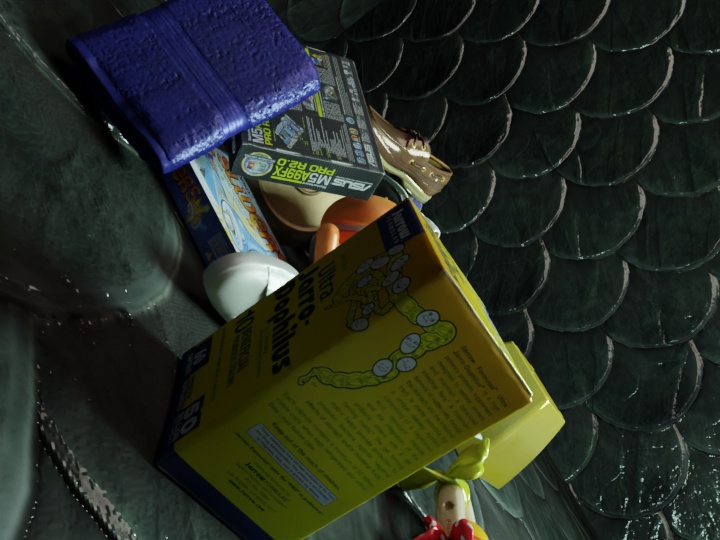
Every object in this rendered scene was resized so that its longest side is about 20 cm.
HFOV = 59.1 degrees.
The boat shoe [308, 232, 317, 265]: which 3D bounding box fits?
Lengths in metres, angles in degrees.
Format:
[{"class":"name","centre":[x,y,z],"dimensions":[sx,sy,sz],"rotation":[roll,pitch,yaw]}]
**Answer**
[{"class":"boat shoe","centre":[-0.013,0.035,0.838],"dimensions":[0.201,0.073,0.068],"rotation":[60,-8,-14]}]

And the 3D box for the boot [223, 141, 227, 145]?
[{"class":"boot","centre":[-0.185,-0.187,0.730],"dimensions":[0.200,0.077,0.156],"rotation":[45,-5,40]}]

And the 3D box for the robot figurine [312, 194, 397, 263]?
[{"class":"robot figurine","centre":[0.000,0.000,0.739],"dimensions":[0.142,0.202,0.116],"rotation":[12,-8,-19]}]

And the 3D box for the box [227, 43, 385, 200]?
[{"class":"box","centre":[-0.069,-0.177,0.702],"dimensions":[0.159,0.044,0.202],"rotation":[7,50,-26]}]

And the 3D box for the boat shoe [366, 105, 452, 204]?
[{"class":"boat shoe","centre":[0.062,-0.171,0.888],"dimensions":[0.200,0.067,0.073],"rotation":[36,29,-46]}]

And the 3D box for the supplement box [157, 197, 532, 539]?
[{"class":"supplement box","centre":[-0.013,0.067,0.409],"dimensions":[0.110,0.199,0.109],"rotation":[51,11,-26]}]

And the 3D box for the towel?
[{"class":"towel","centre":[-0.151,-0.187,0.603],"dimensions":[0.148,0.199,0.050],"rotation":[52,-29,2]}]

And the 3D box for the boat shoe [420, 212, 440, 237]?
[{"class":"boat shoe","centre":[0.048,0.018,0.874],"dimensions":[0.070,0.202,0.069],"rotation":[4,26,-43]}]

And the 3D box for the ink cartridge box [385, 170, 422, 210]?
[{"class":"ink cartridge box","centre":[-0.033,-0.143,0.996],"dimensions":[0.197,0.199,0.043],"rotation":[52,50,-27]}]

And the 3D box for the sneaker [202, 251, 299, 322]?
[{"class":"sneaker","centre":[-0.060,0.060,0.564],"dimensions":[0.200,0.072,0.085],"rotation":[48,11,-46]}]

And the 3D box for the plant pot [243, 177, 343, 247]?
[{"class":"plant pot","centre":[-0.066,-0.128,0.799],"dimensions":[0.027,0.201,0.200],"rotation":[13,-30,51]}]

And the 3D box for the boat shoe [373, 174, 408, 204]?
[{"class":"boat shoe","centre":[-0.024,-0.130,0.898],"dimensions":[0.198,0.075,0.066],"rotation":[34,8,7]}]

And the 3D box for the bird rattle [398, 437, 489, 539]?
[{"class":"bird rattle","centre":[0.103,0.271,0.635],"dimensions":[0.201,0.111,0.164],"rotation":[-97,168,-62]}]

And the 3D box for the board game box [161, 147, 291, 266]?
[{"class":"board game box","centre":[-0.135,-0.051,0.655],"dimensions":[0.201,0.034,0.135],"rotation":[60,11,15]}]

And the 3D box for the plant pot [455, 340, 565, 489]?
[{"class":"plant pot","centre":[0.251,0.246,1.156],"dimensions":[0.200,0.176,0.201],"rotation":[43,17,-50]}]

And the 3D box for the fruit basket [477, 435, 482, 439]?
[{"class":"fruit basket","centre":[0.106,0.179,1.006],"dimensions":[0.199,0.094,0.186],"rotation":[20,35,-47]}]
